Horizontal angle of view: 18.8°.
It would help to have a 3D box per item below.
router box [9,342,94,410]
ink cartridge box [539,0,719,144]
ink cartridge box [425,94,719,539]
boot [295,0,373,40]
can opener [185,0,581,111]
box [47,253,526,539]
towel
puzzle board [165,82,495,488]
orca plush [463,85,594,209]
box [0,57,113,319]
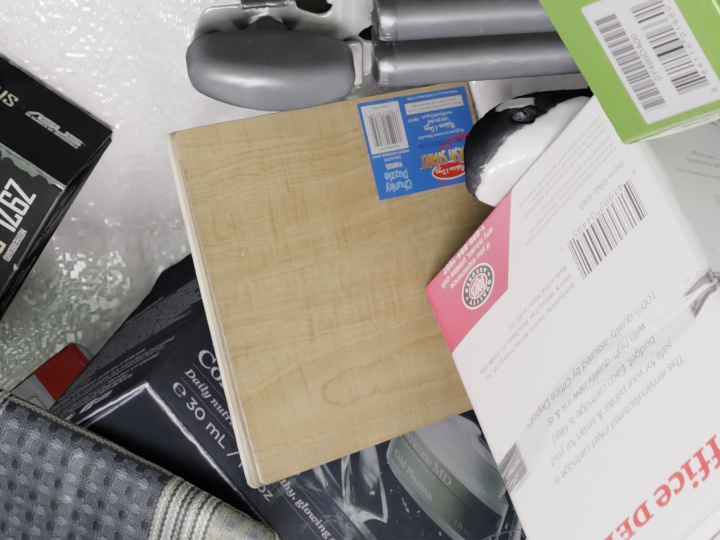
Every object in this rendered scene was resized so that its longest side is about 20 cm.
[{"bbox_3d":[-0.150,0.169,1.089,0.179,0.049,0.200,-39,87,-3],"label":"router box"},{"bbox_3d":[0.146,-0.168,0.903,0.076,0.200,0.148,-18,110,43],"label":"ink cartridge box"},{"bbox_3d":[0.126,0.045,0.909,0.085,0.200,0.146,12,133,-35],"label":"ink cartridge box"},{"bbox_3d":[0.041,-0.152,0.988,0.200,0.078,0.138,0,130,2],"label":"boot"},{"bbox_3d":[0.022,-0.097,0.957,0.200,0.067,0.053,-7,140,-8],"label":"can opener"},{"bbox_3d":[-0.035,0.099,1.009,0.124,0.197,0.200,-33,103,33],"label":"box"},{"bbox_3d":[-0.136,0.152,0.935,0.192,0.035,0.200,24,116,15],"label":"towel"},{"bbox_3d":[0.000,0.000,0.966,0.017,0.200,0.151,-13,92,41],"label":"puzzle board"},{"bbox_3d":[0.135,-0.077,0.990,0.200,0.071,0.105,-17,145,-5],"label":"orca plush"},{"bbox_3d":[-0.246,-0.023,1.068,0.164,0.086,0.200,33,113,-3],"label":"box"}]
